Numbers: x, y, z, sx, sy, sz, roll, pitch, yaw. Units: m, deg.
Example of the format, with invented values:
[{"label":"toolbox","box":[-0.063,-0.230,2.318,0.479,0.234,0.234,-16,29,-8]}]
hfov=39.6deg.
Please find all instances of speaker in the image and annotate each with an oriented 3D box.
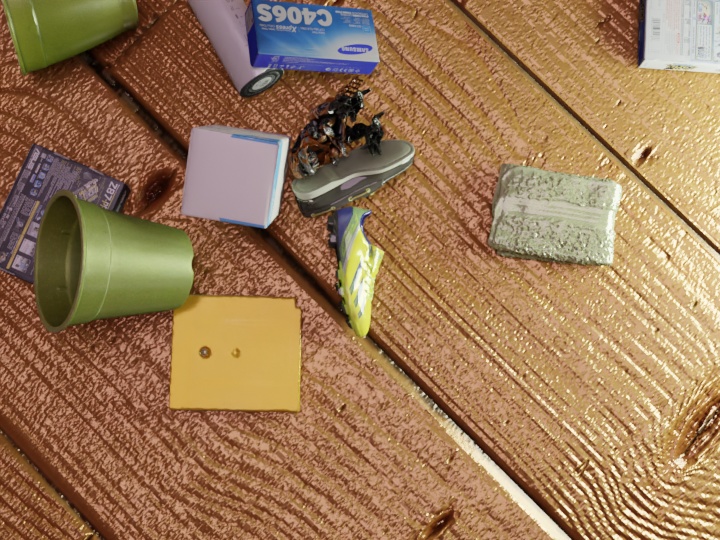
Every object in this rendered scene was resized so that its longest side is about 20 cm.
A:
[{"label":"speaker","box":[-0.202,-0.378,1.571,0.081,0.081,0.201,-29,84,-4]}]

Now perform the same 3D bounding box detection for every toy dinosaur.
[{"label":"toy dinosaur","box":[-0.042,-0.228,1.539,0.135,0.102,0.202,-2,71,39]}]

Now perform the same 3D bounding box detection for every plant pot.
[{"label":"plant pot","box":[-0.447,-0.417,1.533,0.192,0.200,0.202,-15,82,-15]},{"label":"plant pot","box":[-0.351,-0.009,1.459,0.189,0.199,0.202,3,80,-37]}]

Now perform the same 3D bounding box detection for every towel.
[{"label":"towel","box":[0.302,-0.084,1.558,0.198,0.036,0.150,9,83,1]}]

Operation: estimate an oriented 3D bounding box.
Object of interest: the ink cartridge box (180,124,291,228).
[{"label":"ink cartridge box","box":[-0.179,-0.145,1.492,0.127,0.200,0.126,9,100,1]}]

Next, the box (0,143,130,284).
[{"label":"box","box":[-0.471,-0.073,1.544,0.160,0.049,0.201,22,83,4]}]

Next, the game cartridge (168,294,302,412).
[{"label":"game cartridge","box":[-0.190,0.127,1.530,0.198,0.032,0.178,2,82,-3]}]

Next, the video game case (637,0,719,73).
[{"label":"video game case","box":[0.540,-0.419,1.600,0.180,0.045,0.202,4,82,1]}]

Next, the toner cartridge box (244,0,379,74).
[{"label":"toner cartridge box","box":[-0.074,-0.360,1.547,0.198,0.043,0.096,-2,73,-23]}]

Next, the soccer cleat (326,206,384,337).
[{"label":"soccer cleat","box":[0.000,0.000,1.530,0.083,0.065,0.202,-8,82,-6]}]

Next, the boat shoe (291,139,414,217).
[{"label":"boat shoe","box":[-0.007,-0.143,1.553,0.200,0.061,0.072,-21,43,-7]}]
